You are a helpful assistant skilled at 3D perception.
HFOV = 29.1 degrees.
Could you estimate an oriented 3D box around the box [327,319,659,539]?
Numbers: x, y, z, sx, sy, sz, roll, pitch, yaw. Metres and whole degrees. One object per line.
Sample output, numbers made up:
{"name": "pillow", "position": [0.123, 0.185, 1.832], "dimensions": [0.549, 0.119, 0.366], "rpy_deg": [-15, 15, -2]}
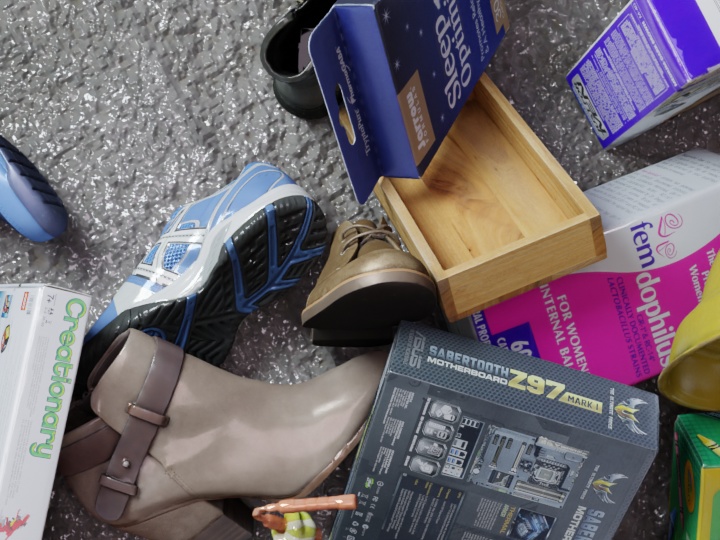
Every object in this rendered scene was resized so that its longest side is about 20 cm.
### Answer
{"name": "box", "position": [0.071, 0.136, 0.825], "dimensions": [0.156, 0.201, 0.051], "rpy_deg": [16, 39, 1]}

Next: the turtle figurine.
{"name": "turtle figurine", "position": [-0.073, 0.193, 0.810], "dimensions": [0.199, 0.161, 0.065], "rpy_deg": [-32, 76, 3]}

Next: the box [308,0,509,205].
{"name": "box", "position": [0.036, -0.143, 0.836], "dimensions": [0.032, 0.122, 0.201], "rpy_deg": [7, 45, 28]}

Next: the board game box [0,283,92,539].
{"name": "board game box", "position": [-0.213, 0.109, 0.836], "dimensions": [0.034, 0.126, 0.202], "rpy_deg": [14, 84, -26]}

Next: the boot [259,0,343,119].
{"name": "boot", "position": [0.007, -0.188, 0.874], "dimensions": [0.067, 0.131, 0.201], "rpy_deg": [30, 83, 2]}

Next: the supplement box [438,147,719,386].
{"name": "supplement box", "position": [0.155, 0.008, 0.867], "dimensions": [0.199, 0.103, 0.102], "rpy_deg": [-22, 104, -6]}

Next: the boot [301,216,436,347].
{"name": "boot", "position": [0.000, 0.000, 0.820], "dimensions": [0.073, 0.200, 0.076], "rpy_deg": [2, 82, -8]}

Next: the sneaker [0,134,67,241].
{"name": "sneaker", "position": [-0.274, -0.071, 0.881], "dimensions": [0.199, 0.074, 0.082], "rpy_deg": [35, 85, 8]}

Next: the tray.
{"name": "tray", "position": [0.062, -0.055, 0.845], "dimensions": [0.098, 0.200, 0.037], "rpy_deg": [-22, 128, -4]}

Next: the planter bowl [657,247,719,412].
{"name": "planter bowl", "position": [0.258, 0.011, 0.767], "dimensions": [0.199, 0.201, 0.084], "rpy_deg": [-4, 67, -3]}

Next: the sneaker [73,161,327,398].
{"name": "sneaker", "position": [-0.108, 0.011, 0.887], "dimensions": [0.200, 0.077, 0.076], "rpy_deg": [-38, 131, 6]}

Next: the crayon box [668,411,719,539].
{"name": "crayon box", "position": [0.249, 0.183, 0.841], "dimensions": [0.118, 0.058, 0.202], "rpy_deg": [-4, 115, -3]}

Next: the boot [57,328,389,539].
{"name": "boot", "position": [-0.091, 0.086, 0.854], "dimensions": [0.146, 0.070, 0.200], "rpy_deg": [43, 93, -20]}

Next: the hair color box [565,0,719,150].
{"name": "hair color box", "position": [0.204, -0.139, 0.844], "dimensions": [0.109, 0.200, 0.065], "rpy_deg": [-27, 88, -5]}
